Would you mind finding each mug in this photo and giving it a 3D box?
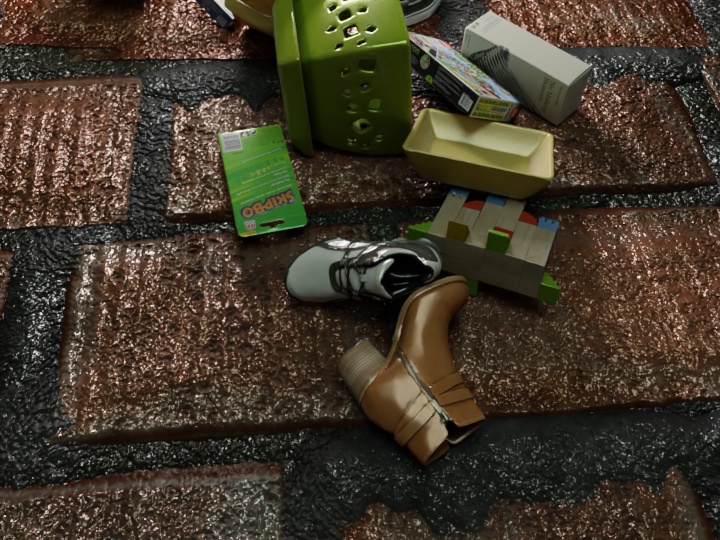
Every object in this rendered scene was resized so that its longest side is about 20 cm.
[{"bbox_3d":[-0.119,-0.422,1.269,0.152,0.150,0.187,35,71,13],"label":"mug"}]

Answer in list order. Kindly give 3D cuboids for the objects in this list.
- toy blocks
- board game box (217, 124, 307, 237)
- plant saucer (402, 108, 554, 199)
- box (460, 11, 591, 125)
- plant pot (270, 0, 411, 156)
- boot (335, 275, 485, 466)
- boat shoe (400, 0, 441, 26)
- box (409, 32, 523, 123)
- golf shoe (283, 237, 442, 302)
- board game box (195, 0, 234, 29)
[{"bbox_3d":[0.173,-0.045,1.012,0.196,0.101,0.137,17,40,15],"label":"toy blocks"},{"bbox_3d":[-0.138,-0.122,1.090,0.094,0.030,0.202,-10,50,-10],"label":"board game box"},{"bbox_3d":[0.164,-0.158,1.088,0.196,0.049,0.201,13,29,7],"label":"plant saucer"},{"bbox_3d":[0.253,-0.317,1.230,0.199,0.083,0.068,37,58,26],"label":"box"},{"bbox_3d":[-0.029,-0.293,1.128,0.177,0.201,0.203,-8,52,-1],"label":"plant pot"},{"bbox_3d":[0.088,0.107,0.884,0.199,0.077,0.155,-34,59,-23],"label":"boot"},{"bbox_3d":[0.077,-0.464,1.343,0.072,0.072,0.200,34,57,23],"label":"boat shoe"},{"bbox_3d":[0.145,-0.296,1.200,0.109,0.035,0.200,-3,41,-43],"label":"box"},{"bbox_3d":[0.000,0.000,0.936,0.196,0.079,0.095,-11,10,4],"label":"golf shoe"},{"bbox_3d":[-0.265,-0.523,1.322,0.200,0.034,0.137,43,50,-20],"label":"board game box"}]
